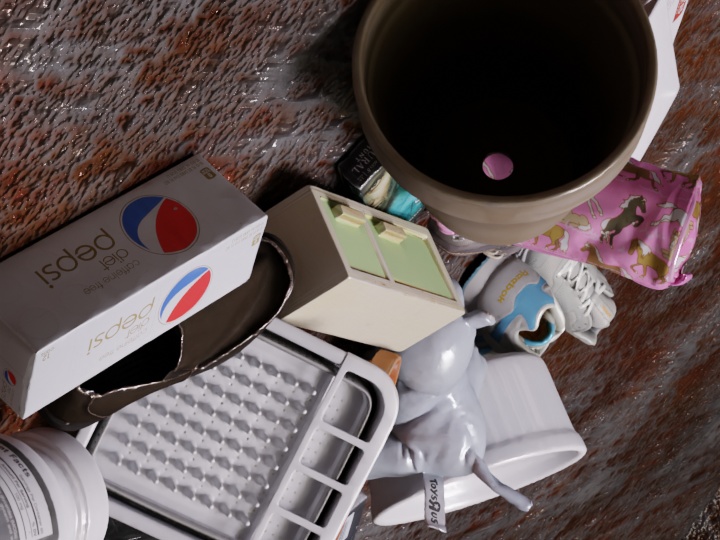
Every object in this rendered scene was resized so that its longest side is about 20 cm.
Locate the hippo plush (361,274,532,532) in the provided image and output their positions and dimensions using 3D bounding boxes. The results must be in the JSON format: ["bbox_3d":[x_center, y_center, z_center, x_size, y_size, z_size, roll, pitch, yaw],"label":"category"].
[{"bbox_3d":[0.033,0.086,1.849,0.158,0.201,0.162,-13,131,-2],"label":"hippo plush"}]

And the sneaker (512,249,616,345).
[{"bbox_3d":[0.197,0.006,2.114,0.076,0.092,0.200,-47,160,-8],"label":"sneaker"}]

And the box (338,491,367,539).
[{"bbox_3d":[-0.109,0.232,1.844,0.200,0.115,0.133,-37,156,-34],"label":"box"}]

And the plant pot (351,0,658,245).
[{"bbox_3d":[0.094,-0.102,1.561,0.200,0.200,0.174,-43,163,-15],"label":"plant pot"}]

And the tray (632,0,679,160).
[{"bbox_3d":[0.201,-0.130,1.728,0.108,0.022,0.200,-59,163,-8],"label":"tray"}]

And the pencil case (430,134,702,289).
[{"bbox_3d":[0.151,-0.048,1.674,0.083,0.198,0.087,-65,165,-46],"label":"pencil case"}]

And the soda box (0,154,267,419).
[{"bbox_3d":[-0.151,0.007,1.412,0.199,0.068,0.064,-33,154,-38],"label":"soda box"}]

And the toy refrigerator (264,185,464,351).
[{"bbox_3d":[0.000,0.000,1.656,0.070,0.076,0.200,-31,159,19],"label":"toy refrigerator"}]

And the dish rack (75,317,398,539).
[{"bbox_3d":[-0.090,0.109,1.581,0.173,0.199,0.044,-62,-160,3],"label":"dish rack"}]

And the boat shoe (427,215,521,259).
[{"bbox_3d":[0.119,-0.042,1.890,0.199,0.074,0.074,-23,147,-49],"label":"boat shoe"}]

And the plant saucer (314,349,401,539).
[{"bbox_3d":[-0.019,0.152,1.720,0.200,0.032,0.202,22,90,-84],"label":"plant saucer"}]

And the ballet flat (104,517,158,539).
[{"bbox_3d":[-0.207,0.172,1.647,0.066,0.057,0.200,-26,162,20],"label":"ballet flat"}]

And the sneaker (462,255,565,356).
[{"bbox_3d":[0.141,0.051,2.094,0.077,0.081,0.200,-48,161,-9],"label":"sneaker"}]

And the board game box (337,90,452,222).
[{"bbox_3d":[0.068,-0.116,1.715,0.200,0.028,0.135,-47,161,-6],"label":"board game box"}]

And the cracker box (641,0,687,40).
[{"bbox_3d":[0.186,-0.166,1.764,0.200,0.057,0.135,-43,155,-49],"label":"cracker box"}]

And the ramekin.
[{"bbox_3d":[0.092,0.147,2.037,0.199,0.099,0.201,-17,166,-4],"label":"ramekin"}]

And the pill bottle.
[{"bbox_3d":[-0.251,0.164,1.415,0.199,0.116,0.116,-16,142,-57],"label":"pill bottle"}]

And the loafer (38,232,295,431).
[{"bbox_3d":[-0.118,0.041,1.489,0.199,0.073,0.071,-35,-173,-22],"label":"loafer"}]
